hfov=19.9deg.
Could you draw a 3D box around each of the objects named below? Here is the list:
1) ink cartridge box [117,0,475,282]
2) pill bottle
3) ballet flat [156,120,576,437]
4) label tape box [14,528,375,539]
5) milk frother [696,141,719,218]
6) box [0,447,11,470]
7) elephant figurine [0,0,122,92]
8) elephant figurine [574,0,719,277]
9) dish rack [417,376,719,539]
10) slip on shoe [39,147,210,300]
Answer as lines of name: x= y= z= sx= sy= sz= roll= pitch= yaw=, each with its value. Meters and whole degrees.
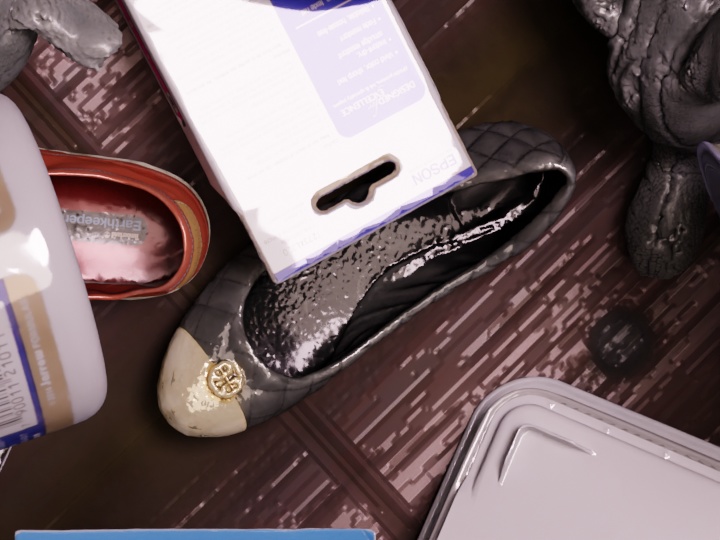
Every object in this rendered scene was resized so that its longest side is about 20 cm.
ink cartridge box: x=-0.041 y=-0.105 z=0.815 sx=0.094 sy=0.037 sz=0.201 roll=-28 pitch=93 yaw=-10
pill bottle: x=-0.192 y=0.023 z=0.664 sx=0.198 sy=0.116 sz=0.117 roll=-18 pitch=99 yaw=-13
ballet flat: x=0.000 y=0.000 z=0.840 sx=0.199 sy=0.057 sz=0.067 roll=-36 pitch=103 yaw=-8
label tape box: x=-0.062 y=0.202 z=0.771 sx=0.142 sy=0.066 sz=0.202 roll=0 pitch=104 yaw=2
milk frother: x=0.214 y=-0.067 z=0.706 sx=0.187 sy=0.181 sz=0.201 roll=-27 pitch=103 yaw=3
box: x=-0.184 y=0.129 z=0.765 sx=0.035 sy=0.110 sz=0.201 roll=26 pitch=78 yaw=-13
elephant figurine: x=-0.220 y=-0.063 z=0.737 sx=0.200 sy=0.155 sz=0.142 roll=-49 pitch=113 yaw=-17
elephant figurine: x=0.147 y=-0.113 z=0.813 sx=0.155 sy=0.141 sz=0.201 roll=38 pitch=84 yaw=-16
dish rack: x=0.111 y=0.146 z=0.836 sx=0.199 sy=0.044 sz=0.173 roll=22 pitch=82 yaw=15
slip on shoe: x=-0.155 y=-0.019 z=0.801 sx=0.198 sy=0.061 sz=0.075 roll=5 pitch=96 yaw=-12
